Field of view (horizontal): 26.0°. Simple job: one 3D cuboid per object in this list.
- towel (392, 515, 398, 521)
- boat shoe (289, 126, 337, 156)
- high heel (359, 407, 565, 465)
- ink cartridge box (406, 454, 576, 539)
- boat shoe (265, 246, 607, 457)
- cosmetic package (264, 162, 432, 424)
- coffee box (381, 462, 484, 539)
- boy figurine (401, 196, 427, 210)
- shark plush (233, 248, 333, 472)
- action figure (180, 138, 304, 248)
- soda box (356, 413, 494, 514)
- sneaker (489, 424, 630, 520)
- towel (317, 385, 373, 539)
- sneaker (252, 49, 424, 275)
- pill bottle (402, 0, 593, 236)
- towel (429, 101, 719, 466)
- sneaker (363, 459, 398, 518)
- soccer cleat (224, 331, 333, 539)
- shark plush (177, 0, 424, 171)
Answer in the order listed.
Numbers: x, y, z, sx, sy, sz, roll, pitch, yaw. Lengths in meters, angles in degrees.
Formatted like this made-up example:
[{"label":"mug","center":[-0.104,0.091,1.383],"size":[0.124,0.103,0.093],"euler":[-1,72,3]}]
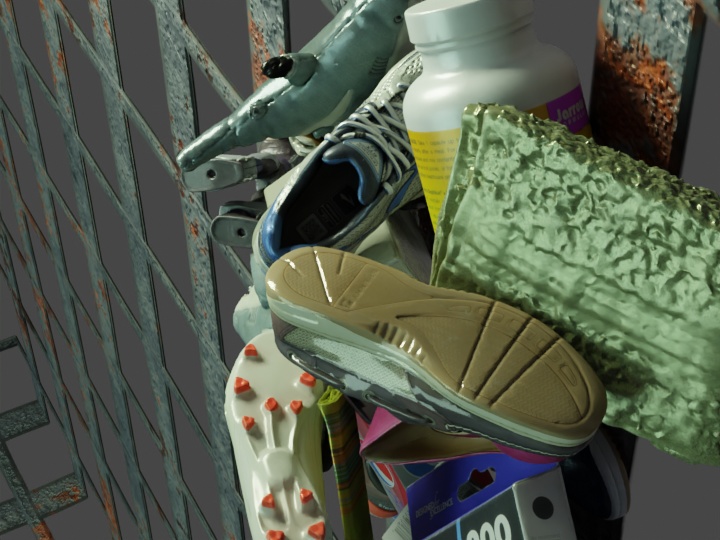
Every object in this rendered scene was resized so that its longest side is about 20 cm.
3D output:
[{"label":"towel","center":[0.049,0.191,1.387],"size":[0.145,0.024,0.202],"euler":[-176,69,-71]},{"label":"boat shoe","center":[-0.025,-0.117,1.187],"size":[0.071,0.069,0.200],"euler":[65,161,13]},{"label":"high heel","center":[0.057,0.099,0.916],"size":[0.067,0.096,0.200],"euler":[47,175,-20]},{"label":"ink cartridge box","center":[0.073,0.205,0.979],"size":[0.198,0.043,0.202],"euler":[-44,49,54]},{"label":"boat shoe","center":[0.037,0.051,0.835],"size":[0.199,0.072,0.065],"euler":[22,136,19]},{"label":"cosmetic package","center":[0.000,0.000,1.092],"size":[0.104,0.087,0.200],"euler":[53,-170,-28]},{"label":"coffee box","center":[0.116,0.227,1.081],"size":[0.113,0.080,0.200],"euler":[38,180,-34]},{"label":"boy figurine","center":[0.089,0.013,1.029],"size":[0.125,0.064,0.201],"euler":[109,140,-60]},{"label":"shark plush","center":[-0.044,0.075,1.159],"size":[0.083,0.091,0.201],"euler":[-46,50,20]},{"label":"action figure","center":[-0.072,-0.072,1.264],"size":[0.200,0.069,0.131],"euler":[-43,-59,-68]},{"label":"soda box","center":[0.052,0.149,1.189],"size":[0.201,0.070,0.063],"euler":[61,164,-24]},{"label":"sneaker","center":[0.090,0.115,1.059],"size":[0.200,0.108,0.071],"euler":[48,153,45]},{"label":"towel","center":[-0.005,0.179,1.044],"size":[0.086,0.018,0.202],"euler":[-26,-72,-81]},{"label":"sneaker","center":[0.011,-0.068,0.969],"size":[0.077,0.200,0.085],"euler":[41,179,5]},{"label":"pill bottle","center":[0.085,-0.061,0.900],"size":[0.104,0.104,0.202],"euler":[19,128,65]},{"label":"towel","center":[0.126,0.005,0.816],"size":[0.199,0.036,0.149],"euler":[27,124,23]},{"label":"sneaker","center":[-0.004,0.112,1.316],"size":[0.201,0.077,0.082],"euler":[54,150,-1]},{"label":"soccer cleat","center":[-0.054,0.130,1.048],"size":[0.078,0.069,0.201],"euler":[94,171,-48]},{"label":"shark plush","center":[-0.041,-0.136,1.047],"size":[0.083,0.199,0.092],"euler":[29,-137,-68]}]
